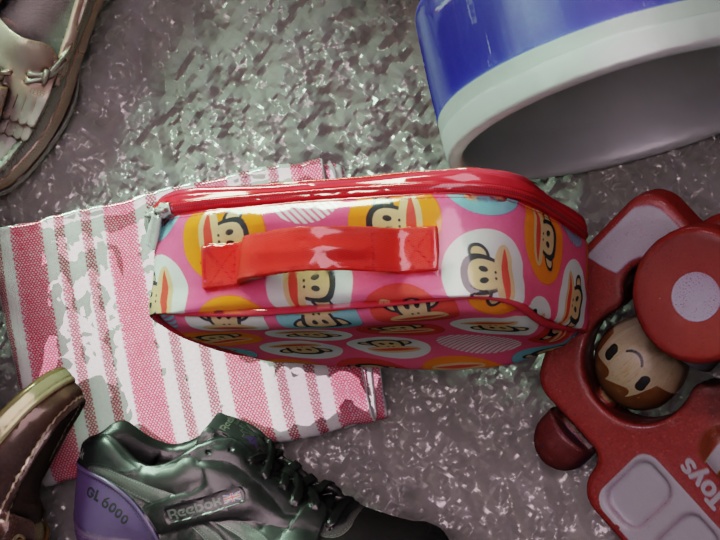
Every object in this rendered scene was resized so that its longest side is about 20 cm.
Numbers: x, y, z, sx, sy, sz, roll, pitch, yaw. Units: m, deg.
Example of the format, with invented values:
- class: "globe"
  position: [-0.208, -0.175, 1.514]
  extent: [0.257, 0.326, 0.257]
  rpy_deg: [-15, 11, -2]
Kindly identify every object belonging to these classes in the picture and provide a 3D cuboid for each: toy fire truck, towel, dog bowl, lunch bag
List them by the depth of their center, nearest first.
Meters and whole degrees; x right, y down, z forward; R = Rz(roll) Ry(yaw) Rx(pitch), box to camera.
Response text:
- class: "lunch bag"
  position: [0.000, 0.000, 1.027]
  extent: [0.199, 0.176, 0.083]
  rpy_deg: [-3, 81, 22]
- class: "dog bowl"
  position: [0.130, -0.113, 1.057]
  extent: [0.199, 0.200, 0.079]
  rpy_deg: [-15, 78, 5]
- class: "toy fire truck"
  position: [0.173, 0.069, 1.073]
  extent: [0.200, 0.112, 0.168]
  rpy_deg: [47, 110, 11]
- class: "towel"
  position: [-0.093, 0.029, 1.155]
  extent: [0.199, 0.030, 0.147]
  rpy_deg: [-11, 81, 7]

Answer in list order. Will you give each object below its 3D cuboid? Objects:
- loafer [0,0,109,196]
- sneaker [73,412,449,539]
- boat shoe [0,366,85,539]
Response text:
- class: "loafer"
  position: [-0.179, -0.138, 1.177]
  extent: [0.072, 0.063, 0.201]
  rpy_deg: [26, 84, 11]
- class: "sneaker"
  position: [-0.053, 0.119, 1.094]
  extent: [0.198, 0.076, 0.088]
  rpy_deg: [2, 99, 8]
- class: "boat shoe"
  position: [-0.189, 0.145, 1.117]
  extent: [0.072, 0.072, 0.201]
  rpy_deg: [34, 98, 7]
